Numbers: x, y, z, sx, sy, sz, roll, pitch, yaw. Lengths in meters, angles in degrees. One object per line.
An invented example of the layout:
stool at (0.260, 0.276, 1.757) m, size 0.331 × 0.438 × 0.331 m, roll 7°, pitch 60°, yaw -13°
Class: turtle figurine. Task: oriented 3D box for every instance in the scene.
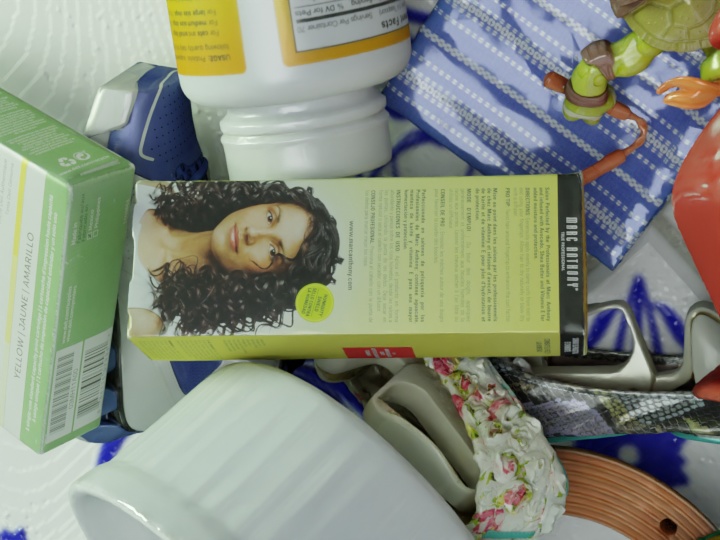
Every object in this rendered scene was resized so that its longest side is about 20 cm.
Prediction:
turtle figurine at (0.120, -0.128, 0.763) m, size 0.199 × 0.064 × 0.162 m, roll -37°, pitch 90°, yaw 24°

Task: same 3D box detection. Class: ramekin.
ramekin at (-0.028, 0.136, 0.797) m, size 0.201 × 0.200 × 0.098 m, roll 46°, pitch 68°, yaw 1°

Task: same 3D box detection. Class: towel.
towel at (0.115, -0.117, 0.811) m, size 0.144 × 0.024 × 0.201 m, roll 36°, pitch 111°, yaw 5°

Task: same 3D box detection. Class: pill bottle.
pill bottle at (-0.037, -0.143, 0.802) m, size 0.108 × 0.109 × 0.203 m, roll -4°, pitch 103°, yaw 17°

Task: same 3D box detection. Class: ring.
ring at (0.108, 0.176, 0.878) m, size 0.198 × 0.019 × 0.203 m, roll 10°, pitch 114°, yaw 24°

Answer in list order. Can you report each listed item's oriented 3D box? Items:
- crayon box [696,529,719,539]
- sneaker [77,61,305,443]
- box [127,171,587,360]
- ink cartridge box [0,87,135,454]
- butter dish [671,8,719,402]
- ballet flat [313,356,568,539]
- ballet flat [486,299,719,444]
crayon box at (0.231, 0.147, 0.759) m, size 0.199 × 0.058 × 0.120 m, roll -30°, pitch 90°, yaw 28°
sneaker at (-0.077, 0.001, 0.876) m, size 0.114 × 0.081 × 0.202 m, roll 10°, pitch 114°, yaw 9°
box at (0.000, 0.000, 0.781) m, size 0.197 × 0.050 × 0.076 m, roll -2°, pitch 74°, yaw 5°
ink cartridge box at (-0.197, -0.024, 0.863) m, size 0.199 × 0.048 × 0.147 m, roll 30°, pitch 124°, yaw 29°
butter dish at (0.192, -0.050, 0.698) m, size 0.198 × 0.200 × 0.149 m, roll -34°, pitch 86°, yaw 0°
ballet flat at (0.018, 0.046, 0.818) m, size 0.200 × 0.063 × 0.076 m, roll 47°, pitch 130°, yaw 29°
ballet flat at (0.138, 0.048, 0.824) m, size 0.198 × 0.072 × 0.073 m, roll 0°, pitch 105°, yaw 16°
